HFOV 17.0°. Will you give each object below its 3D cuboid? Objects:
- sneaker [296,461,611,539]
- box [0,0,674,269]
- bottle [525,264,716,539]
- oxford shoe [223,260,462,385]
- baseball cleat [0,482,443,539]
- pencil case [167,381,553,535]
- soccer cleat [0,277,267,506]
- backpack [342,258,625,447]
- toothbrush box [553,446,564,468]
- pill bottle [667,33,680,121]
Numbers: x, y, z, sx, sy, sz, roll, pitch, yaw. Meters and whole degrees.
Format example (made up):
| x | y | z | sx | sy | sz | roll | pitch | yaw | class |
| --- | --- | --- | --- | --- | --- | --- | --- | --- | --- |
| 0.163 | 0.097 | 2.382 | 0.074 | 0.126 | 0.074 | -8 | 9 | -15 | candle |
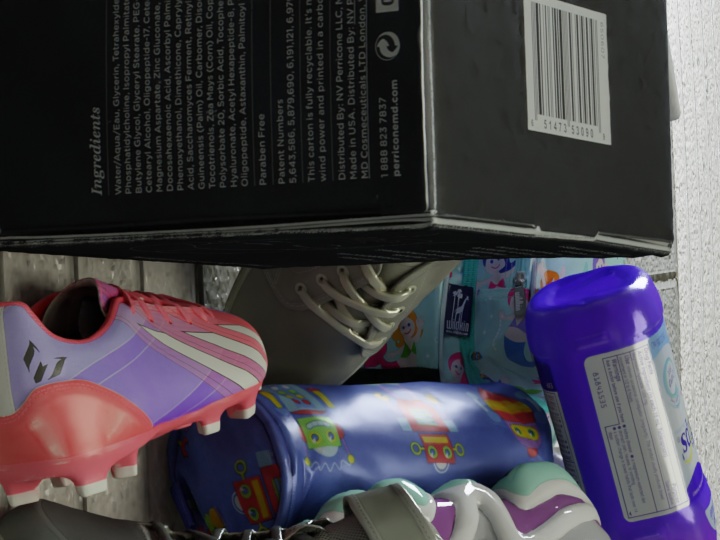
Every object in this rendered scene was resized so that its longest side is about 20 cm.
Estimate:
| x | y | z | sx | sy | sz | roll | pitch | yaw | class |
| --- | --- | --- | --- | --- | --- | --- | --- | --- | --- |
| 0.055 | 0.153 | 0.998 | 0.199 | 0.140 | 0.078 | -11 | 138 | -39 | sneaker |
| -0.012 | -0.065 | 0.894 | 0.200 | 0.196 | 0.125 | 4 | 83 | -59 | box |
| 0.132 | 0.101 | 1.143 | 0.084 | 0.065 | 0.201 | -57 | 132 | -76 | bottle |
| 0.000 | 0.000 | 1.046 | 0.075 | 0.200 | 0.058 | 29 | 32 | -22 | oxford shoe |
| -0.036 | 0.112 | 0.909 | 0.107 | 0.200 | 0.070 | -57 | -153 | 6 | baseball cleat |
| 0.002 | 0.091 | 1.077 | 0.200 | 0.087 | 0.078 | 3 | 54 | -48 | pencil case |
| -0.088 | 0.032 | 0.928 | 0.200 | 0.066 | 0.077 | -30 | 111 | -68 | soccer cleat |
| 0.056 | -0.009 | 1.254 | 0.177 | 0.150 | 0.201 | 29 | 55 | -63 | backpack |
| 0.105 | 0.210 | 1.237 | 0.200 | 0.146 | 0.085 | -60 | 165 | 2 | toothbrush box |
| 0.039 | -0.091 | 1.084 | 0.112 | 0.199 | 0.113 | -10 | 90 | -81 | pill bottle |
